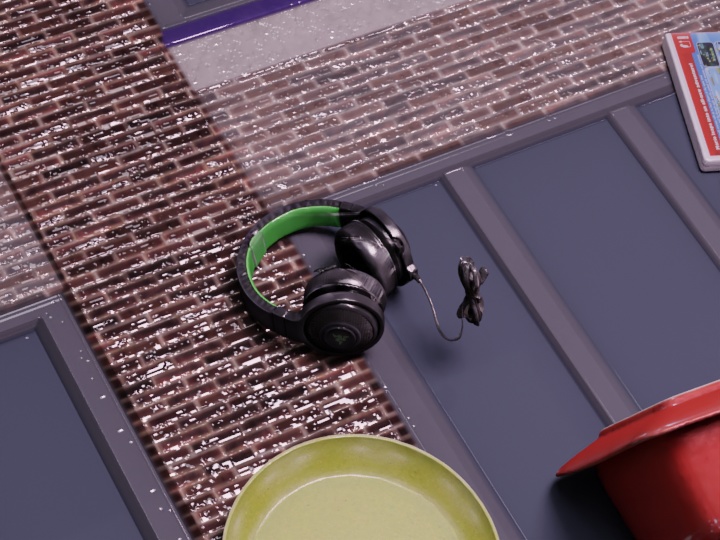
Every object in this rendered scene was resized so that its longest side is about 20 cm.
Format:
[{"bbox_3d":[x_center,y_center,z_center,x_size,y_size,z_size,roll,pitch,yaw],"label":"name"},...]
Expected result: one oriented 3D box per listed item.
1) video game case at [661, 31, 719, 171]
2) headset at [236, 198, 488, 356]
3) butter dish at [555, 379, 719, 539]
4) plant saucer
[{"bbox_3d":[0.371,-0.150,1.702,0.198,0.018,0.144,-3,55,-11],"label":"video game case"},{"bbox_3d":[0.000,0.000,1.489,0.198,0.094,0.124,18,53,18],"label":"headset"},{"bbox_3d":[0.268,0.152,1.389,0.198,0.199,0.149,-18,82,-19],"label":"butter dish"},{"bbox_3d":[0.000,0.208,1.379,0.198,0.031,0.202,5,53,-6],"label":"plant saucer"}]
